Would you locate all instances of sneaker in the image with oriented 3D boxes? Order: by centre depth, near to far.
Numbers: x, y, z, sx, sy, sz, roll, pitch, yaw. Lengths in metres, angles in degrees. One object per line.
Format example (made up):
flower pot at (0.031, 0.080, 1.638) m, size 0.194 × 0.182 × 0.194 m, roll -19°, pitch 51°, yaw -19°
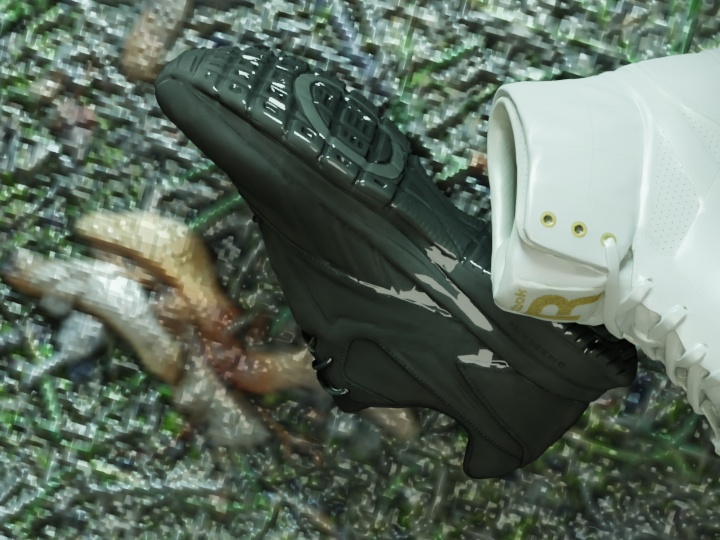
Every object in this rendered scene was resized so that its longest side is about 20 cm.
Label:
sneaker at (0.101, 0.021, 0.822) m, size 0.115 × 0.074 × 0.201 m, roll -8°, pitch 62°, yaw -16°
sneaker at (0.000, 0.000, 0.886) m, size 0.200 × 0.076 × 0.091 m, roll 40°, pitch 113°, yaw 0°
